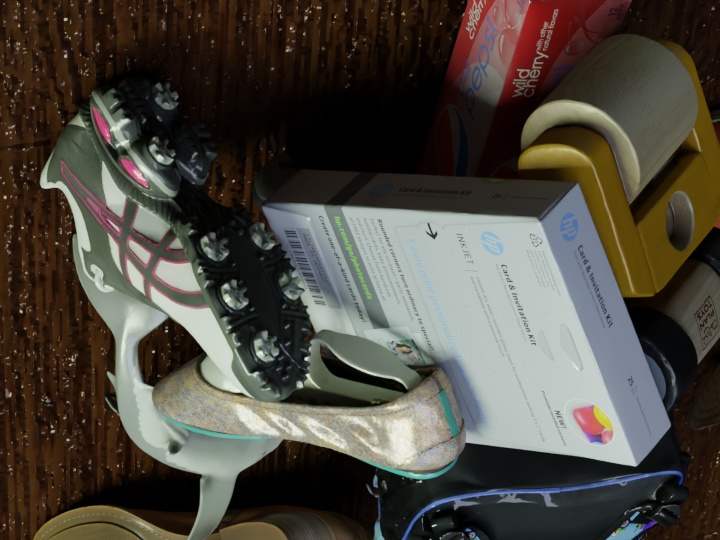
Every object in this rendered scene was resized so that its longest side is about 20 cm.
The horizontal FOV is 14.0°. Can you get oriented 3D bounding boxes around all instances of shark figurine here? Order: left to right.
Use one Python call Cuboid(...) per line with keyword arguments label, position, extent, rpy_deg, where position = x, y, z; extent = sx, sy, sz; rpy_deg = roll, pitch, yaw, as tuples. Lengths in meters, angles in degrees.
Cuboid(label="shark figurine", position=(-0.123, 0.075, 1.725), extent=(0.129, 0.089, 0.214), rpy_deg=(-60, 144, -9))

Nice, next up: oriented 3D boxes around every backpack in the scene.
Cuboid(label="backpack", position=(0.089, 0.131, 1.787), extent=(0.181, 0.135, 0.200), rpy_deg=(-6, 154, -15))

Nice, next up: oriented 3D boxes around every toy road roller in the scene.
Cuboid(label="toy road roller", position=(0.117, -0.020, 1.589), extent=(0.145, 0.123, 0.201), rpy_deg=(1, 120, 34))

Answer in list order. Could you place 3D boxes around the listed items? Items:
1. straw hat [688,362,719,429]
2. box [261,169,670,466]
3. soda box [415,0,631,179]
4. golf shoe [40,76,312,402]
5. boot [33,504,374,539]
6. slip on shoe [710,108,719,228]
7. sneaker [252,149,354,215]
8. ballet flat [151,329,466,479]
Cuboid(label="straw hat", position=(0.254, 0.001, 1.791), extent=(0.201, 0.201, 0.085), rpy_deg=(-38, 96, 16))
Cuboid(label="box", position=(0.054, 0.023, 1.561), extent=(0.041, 0.199, 0.157), rpy_deg=(-43, 122, -35))
Cuboid(label="soda box", position=(0.087, -0.096, 1.641), extent=(0.063, 0.070, 0.201), rpy_deg=(-4, 134, -21))
Cuboid(label="golf shoe", position=(-0.097, -0.006, 1.578), extent=(0.088, 0.201, 0.077), rpy_deg=(-40, 161, 30))
Cuboid(label="boot", position=(-0.093, 0.178, 1.846), extent=(0.199, 0.077, 0.155), rpy_deg=(-12, 173, 23))
Cuboid(label="slip on shoe", position=(0.200, -0.049, 1.743), extent=(0.199, 0.061, 0.074), rpy_deg=(-20, 139, -1))
Cuboid(label="sneaker", position=(0.000, 0.000, 1.698), extent=(0.079, 0.076, 0.200), rpy_deg=(-39, 135, 20))
Cuboid(label="ballet flat", position=(-0.031, 0.059, 1.600), extent=(0.199, 0.068, 0.068), rpy_deg=(9, 125, 28))
